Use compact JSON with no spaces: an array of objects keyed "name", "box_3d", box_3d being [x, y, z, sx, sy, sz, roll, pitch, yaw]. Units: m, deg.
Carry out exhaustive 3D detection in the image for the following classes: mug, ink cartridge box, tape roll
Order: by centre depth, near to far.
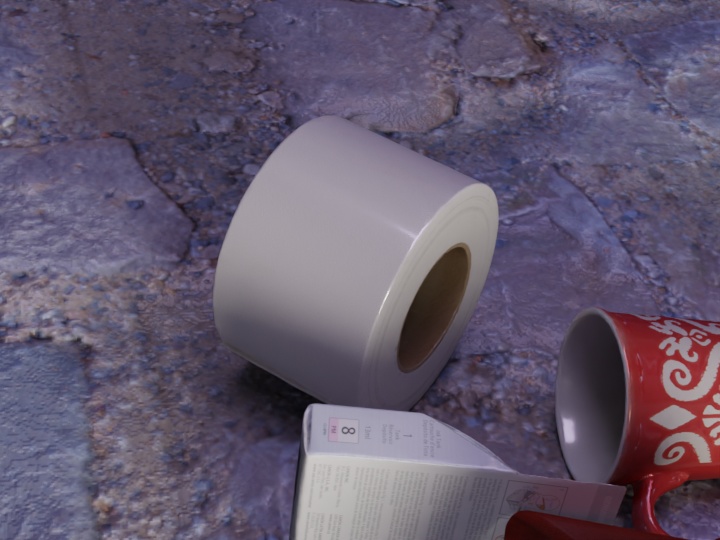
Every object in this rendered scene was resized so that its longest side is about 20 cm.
[{"name":"ink cartridge box","box_3d":[0.054,0.163,0.862,0.197,0.164,0.057,3,43,-6]},{"name":"mug","box_3d":[0.262,0.119,1.010,0.197,0.180,0.133,1,3,-15]},{"name":"tape roll","box_3d":[0.000,0.000,1.020,0.138,0.205,0.203,26,42,22]}]

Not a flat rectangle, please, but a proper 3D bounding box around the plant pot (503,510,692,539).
[{"name":"plant pot","box_3d":[0.172,0.241,0.706,0.197,0.176,0.203,9,78,2]}]
